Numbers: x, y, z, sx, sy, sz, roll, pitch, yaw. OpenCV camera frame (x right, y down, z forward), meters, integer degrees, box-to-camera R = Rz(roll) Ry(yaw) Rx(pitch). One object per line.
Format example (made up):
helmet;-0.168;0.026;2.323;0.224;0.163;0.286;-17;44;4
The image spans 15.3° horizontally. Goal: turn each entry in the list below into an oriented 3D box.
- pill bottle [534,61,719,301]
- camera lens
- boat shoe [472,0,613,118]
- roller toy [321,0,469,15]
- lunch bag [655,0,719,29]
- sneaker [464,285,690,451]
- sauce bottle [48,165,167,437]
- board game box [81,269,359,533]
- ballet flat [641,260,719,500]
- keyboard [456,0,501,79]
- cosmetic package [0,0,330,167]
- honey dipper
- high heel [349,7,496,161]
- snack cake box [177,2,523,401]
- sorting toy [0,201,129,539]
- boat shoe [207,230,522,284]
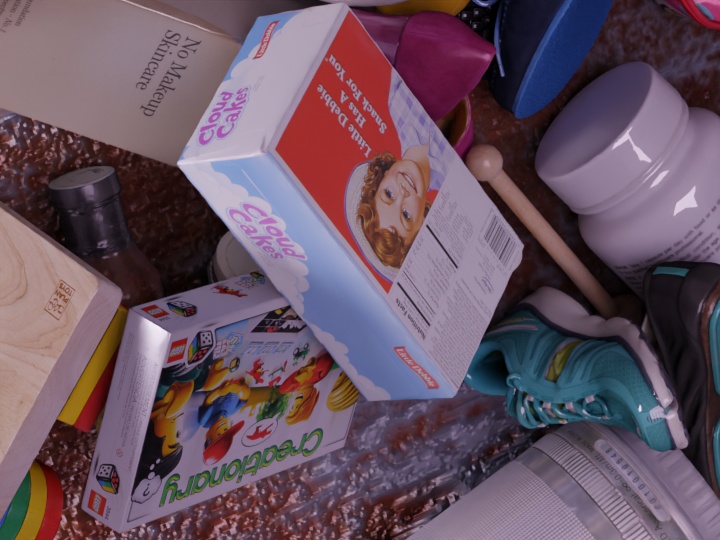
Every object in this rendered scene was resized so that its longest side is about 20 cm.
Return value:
pill bottle;0.206;-0.027;1.646;0.200;0.113;0.113;43;87;-22
camera lens;0.121;0.194;1.643;0.200;0.160;0.160;-36;111;-8
boat shoe;0.116;-0.187;1.587;0.084;0.069;0.200;-24;142;-52
roller toy;-0.001;-0.243;1.476;0.182;0.140;0.200;23;134;5
lunch bag;0.206;-0.252;1.617;0.176;0.082;0.200;-32;110;-5
sneaker;0.128;0.072;1.595;0.080;0.200;0.078;-29;112;-18
sauce bottle;-0.136;0.038;1.572;0.066;0.066;0.200;-16;107;-15
board game box;-0.066;0.062;1.502;0.200;0.035;0.126;-17;130;-50
ballet flat;0.205;0.068;1.622;0.068;0.068;0.200;-45;139;-35
keyboard;0.063;-0.212;1.596;0.104;0.040;0.200;2;101;-20
cosmetic package;-0.124;-0.127;1.514;0.200;0.073;0.104;18;129;-20
honey dipper;0.128;-0.008;1.651;0.038;0.038;0.200;-43;119;-5
high heel;0.056;-0.097;1.543;0.067;0.096;0.200;-68;156;-17
snack cake box;-0.002;-0.034;1.468;0.200;0.067;0.115;52;50;-33
sorting toy;-0.212;0.071;1.491;0.070;0.200;0.199;27;93;-39
boat shoe;0.000;0.000;1.623;0.200;0.073;0.062;-6;148;-24
